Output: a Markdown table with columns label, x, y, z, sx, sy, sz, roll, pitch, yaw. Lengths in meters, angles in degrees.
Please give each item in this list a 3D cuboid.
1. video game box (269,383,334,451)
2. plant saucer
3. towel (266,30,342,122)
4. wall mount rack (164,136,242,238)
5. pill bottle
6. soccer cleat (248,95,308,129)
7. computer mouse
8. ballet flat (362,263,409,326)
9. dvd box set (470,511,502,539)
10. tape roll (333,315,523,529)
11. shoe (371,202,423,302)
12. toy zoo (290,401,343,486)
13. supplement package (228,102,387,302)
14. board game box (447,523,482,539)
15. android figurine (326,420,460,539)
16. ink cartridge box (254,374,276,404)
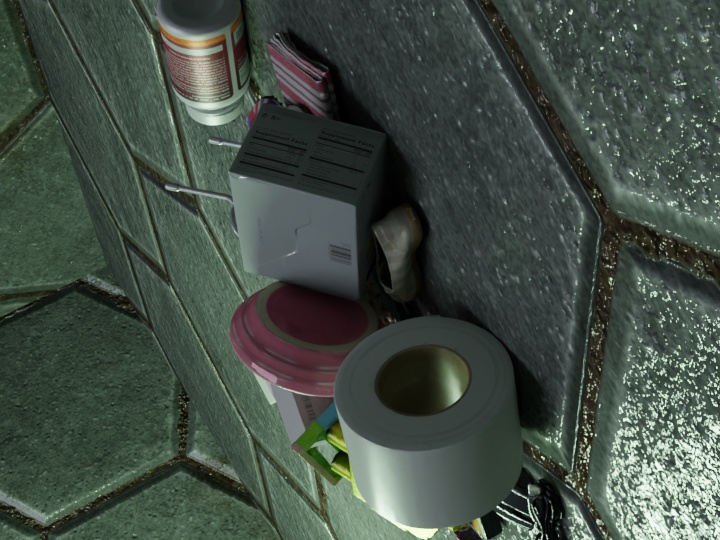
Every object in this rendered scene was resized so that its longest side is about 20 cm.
| label | x | y | z | sx | sy | sz | roll | pitch | yaw |
| --- | --- | --- | --- | --- | --- | --- | --- | --- | --- |
| video game box | -0.050 | 0.139 | 1.867 | 0.047 | 0.182 | 0.201 | -34 | 71 | 43 |
| plant saucer | -0.056 | 0.071 | 1.615 | 0.201 | 0.200 | 0.051 | 49 | 136 | 41 |
| towel | -0.051 | -0.189 | 1.668 | 0.146 | 0.030 | 0.200 | 45 | 159 | 48 |
| wall mount rack | -0.147 | -0.104 | 1.753 | 0.174 | 0.200 | 0.075 | 41 | 134 | -7 |
| pill bottle | -0.211 | -0.296 | 1.835 | 0.113 | 0.113 | 0.200 | 53 | 161 | 30 |
| soccer cleat | -0.119 | -0.178 | 1.712 | 0.068 | 0.073 | 0.200 | 65 | 165 | -19 |
| computer mouse | 0.171 | 0.263 | 1.635 | 0.200 | 0.053 | 0.139 | 46 | 157 | 46 |
| ballet flat | 0.027 | 0.057 | 1.721 | 0.200 | 0.064 | 0.076 | 61 | -168 | 4 |
| dvd box set | 0.119 | 0.265 | 1.840 | 0.200 | 0.029 | 0.147 | 37 | 149 | 58 |
| tape roll | 0.079 | 0.169 | 1.507 | 0.203 | 0.202 | 0.139 | 47 | 158 | 43 |
| shoe | 0.038 | -0.015 | 1.606 | 0.070 | 0.053 | 0.200 | 57 | 165 | 24 |
| toy zoo | 0.005 | 0.190 | 1.792 | 0.020 | 0.200 | 0.131 | 40 | 173 | 34 |
| supplement package | -0.056 | -0.077 | 1.580 | 0.155 | 0.111 | 0.200 | 15 | 149 | 11 |
| board game box | 0.092 | 0.315 | 1.893 | 0.200 | 0.032 | 0.120 | 41 | 176 | 42 |
| android figurine | 0.044 | 0.269 | 1.712 | 0.200 | 0.041 | 0.182 | 26 | 142 | 30 |
| ink cartridge box | -0.109 | 0.128 | 2.161 | 0.126 | 0.128 | 0.200 | 62 | 165 | 3 |
